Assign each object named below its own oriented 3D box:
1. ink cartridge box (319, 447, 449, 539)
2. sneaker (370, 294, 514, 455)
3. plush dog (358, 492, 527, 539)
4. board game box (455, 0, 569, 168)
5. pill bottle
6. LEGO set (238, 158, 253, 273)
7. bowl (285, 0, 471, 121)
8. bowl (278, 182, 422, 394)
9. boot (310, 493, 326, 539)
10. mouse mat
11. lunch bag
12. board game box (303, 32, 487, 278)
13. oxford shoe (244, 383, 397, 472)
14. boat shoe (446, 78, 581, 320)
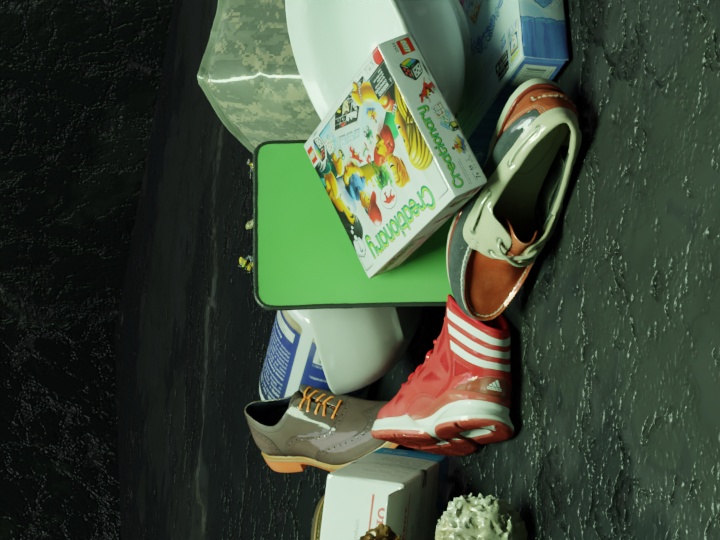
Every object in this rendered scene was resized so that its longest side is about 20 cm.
[{"bbox_3d":[0.014,0.218,1.327,0.200,0.066,0.117,-5,-78,-73],"label":"ink cartridge box"},{"bbox_3d":[0.076,0.086,1.336,0.200,0.078,0.117,-18,59,61],"label":"sneaker"},{"bbox_3d":[0.042,0.274,1.170,0.161,0.170,0.202,-122,40,-66],"label":"plush dog"},{"bbox_3d":[0.109,-0.212,1.325,0.200,0.043,0.201,125,145,-63],"label":"board game box"},{"bbox_3d":[-0.042,0.098,1.667,0.116,0.114,0.201,-102,23,-48],"label":"pill bottle"},{"bbox_3d":[-0.099,-0.066,1.865,0.155,0.115,0.200,-61,9,-3],"label":"LEGO set"},{"bbox_3d":[0.027,-0.185,1.308,0.201,0.090,0.203,46,149,39],"label":"bowl"},{"bbox_3d":[0.000,0.000,1.469,0.200,0.074,0.202,-43,-61,-77],"label":"bowl"},{"bbox_3d":[-0.001,0.306,1.569,0.075,0.073,0.202,-33,55,48],"label":"boot"},{"bbox_3d":[0.008,-0.041,1.365,0.008,0.197,0.163,95,174,-64],"label":"mouse mat"},{"bbox_3d":[-0.036,-0.163,1.513,0.200,0.162,0.119,61,-144,-56],"label":"lunch bag"},{"bbox_3d":[0.023,-0.084,1.257,0.127,0.034,0.200,63,156,9],"label":"board game box"},{"bbox_3d":[-0.033,0.147,1.548,0.199,0.073,0.071,-14,31,38],"label":"oxford shoe"},{"bbox_3d":[0.116,-0.042,1.206,0.063,0.070,0.202,-112,35,-55],"label":"boat shoe"}]
